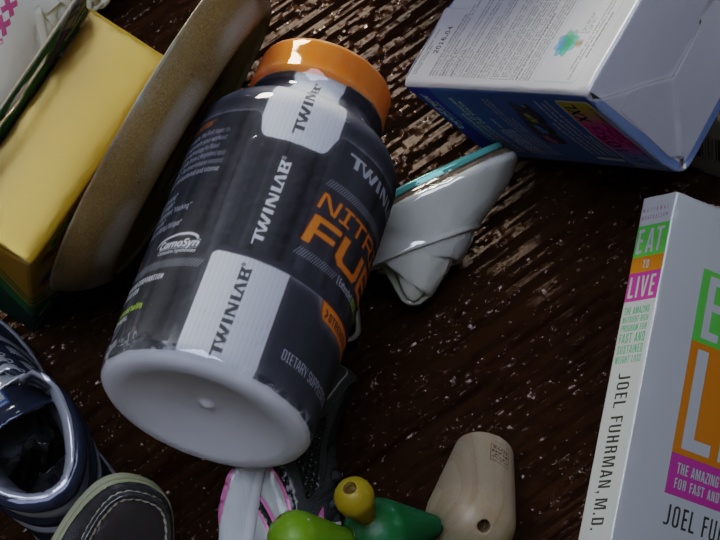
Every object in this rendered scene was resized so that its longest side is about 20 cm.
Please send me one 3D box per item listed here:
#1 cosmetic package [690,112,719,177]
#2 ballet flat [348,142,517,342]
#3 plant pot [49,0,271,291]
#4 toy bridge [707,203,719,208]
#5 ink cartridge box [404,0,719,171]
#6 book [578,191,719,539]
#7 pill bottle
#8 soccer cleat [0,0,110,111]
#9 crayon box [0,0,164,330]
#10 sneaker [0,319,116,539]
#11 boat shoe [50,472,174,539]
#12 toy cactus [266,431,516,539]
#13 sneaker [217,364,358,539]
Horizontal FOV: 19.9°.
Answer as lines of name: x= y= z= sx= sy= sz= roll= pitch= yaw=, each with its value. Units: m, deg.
cosmetic package: x=0.234 y=-0.145 z=1.090 sx=0.103 sy=0.073 sz=0.201 roll=20 pitch=73 yaw=18
ballet flat: x=0.000 y=0.000 z=1.082 sx=0.199 sy=0.069 sz=0.070 roll=-24 pitch=65 yaw=4
plant pot: x=-0.097 y=-0.070 z=1.058 sx=0.027 sy=0.200 sz=0.201 roll=31 pitch=75 yaw=0
toy bridge: x=0.172 y=0.062 z=1.037 sx=0.067 sy=0.027 sz=0.201 roll=4 pitch=68 yaw=11
ink cartridge box: x=0.112 y=-0.130 z=1.054 sx=0.200 sy=0.076 sz=0.137 roll=13 pitch=69 yaw=57
book: x=0.171 y=0.080 z=0.971 sx=0.133 sy=0.048 sz=0.201 roll=21 pitch=72 yaw=-29
pill bottle: x=-0.045 y=-0.015 z=0.992 sx=0.106 sy=0.106 sz=0.201 roll=10 pitch=60 yaw=14
soccer cleat: x=-0.166 y=-0.174 z=1.175 sx=0.086 sy=0.070 sz=0.201 roll=14 pitch=70 yaw=16
crayon box: x=-0.154 y=-0.051 z=1.049 sx=0.051 sy=0.200 sz=0.126 roll=32 pitch=76 yaw=1
sneaker: x=-0.196 y=0.063 z=1.059 sx=0.070 sy=0.109 sz=0.200 roll=-42 pitch=67 yaw=-9
boat shoe: x=-0.130 y=0.199 z=0.987 sx=0.073 sy=0.065 sz=0.201 roll=17 pitch=90 yaw=-26
toy cactus: x=0.048 y=0.142 z=0.979 sx=0.199 sy=0.102 sz=0.166 roll=22 pitch=45 yaw=-7
sneaker: x=-0.032 y=0.146 z=1.023 sx=0.086 sy=0.080 sz=0.201 roll=18 pitch=80 yaw=6
